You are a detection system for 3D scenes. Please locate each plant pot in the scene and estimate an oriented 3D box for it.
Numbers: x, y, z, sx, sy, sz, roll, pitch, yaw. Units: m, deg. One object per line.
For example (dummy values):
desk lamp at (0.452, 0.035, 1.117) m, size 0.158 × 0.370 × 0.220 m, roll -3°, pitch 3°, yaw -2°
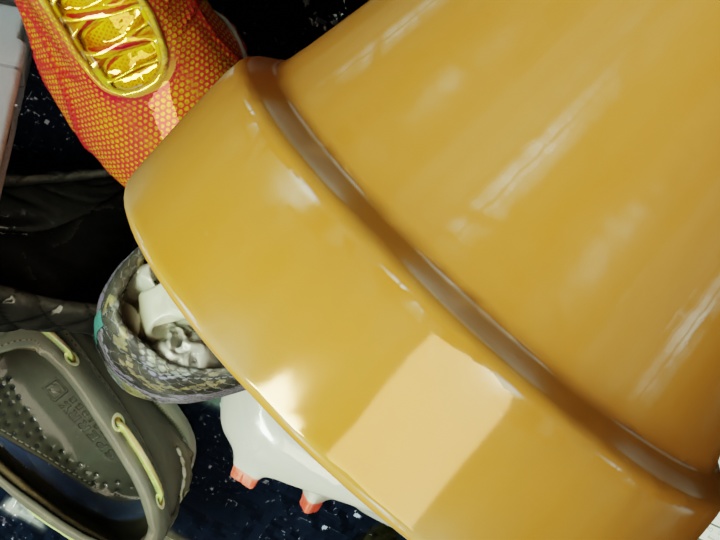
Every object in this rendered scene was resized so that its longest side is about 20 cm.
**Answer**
plant pot at (0.063, -0.026, 0.803) m, size 0.200 × 0.200 × 0.183 m, roll 39°, pitch 101°, yaw -16°

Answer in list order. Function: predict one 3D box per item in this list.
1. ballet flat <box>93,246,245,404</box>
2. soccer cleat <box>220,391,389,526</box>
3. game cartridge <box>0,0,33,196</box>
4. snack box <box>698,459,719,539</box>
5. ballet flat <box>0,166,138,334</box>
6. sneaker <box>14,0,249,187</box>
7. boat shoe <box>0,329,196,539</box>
ballet flat at (0.000, 0.000, 0.952) m, size 0.199 × 0.072 × 0.072 m, roll -15°, pitch 115°, yaw 3°
soccer cleat at (0.042, 0.075, 1.053) m, size 0.199 × 0.069 × 0.078 m, roll 22°, pitch 112°, yaw -6°
game cartridge at (-0.191, -0.026, 0.928) m, size 0.132 × 0.201 × 0.042 m, roll 8°, pitch 147°, yaw 0°
snack box at (0.096, 0.039, 1.007) m, size 0.199 × 0.037 × 0.117 m, roll 24°, pitch 86°, yaw -1°
ballet flat at (-0.103, -0.009, 0.995) m, size 0.199 × 0.057 × 0.067 m, roll -6°, pitch 79°, yaw -16°
sneaker at (-0.098, -0.101, 0.922) m, size 0.073 × 0.077 × 0.201 m, roll -27°, pitch 98°, yaw 13°
boat shoe at (-0.143, 0.032, 1.039) m, size 0.072 × 0.060 × 0.202 m, roll -39°, pitch 109°, yaw 21°
